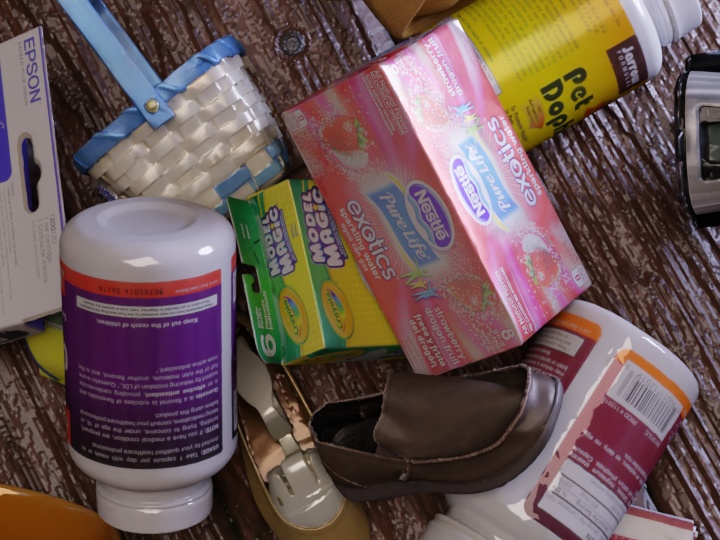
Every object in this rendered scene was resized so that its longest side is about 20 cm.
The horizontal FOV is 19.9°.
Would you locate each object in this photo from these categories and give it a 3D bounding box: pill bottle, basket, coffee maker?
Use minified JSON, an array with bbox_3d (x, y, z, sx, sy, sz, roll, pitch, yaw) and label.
[{"bbox_3d":[0.126,0.131,1.351,0.114,0.114,0.201,33,80,8],"label":"pill bottle"},{"bbox_3d":[-0.134,0.061,1.316,0.111,0.113,0.202,2,110,4],"label":"pill bottle"},{"bbox_3d":[-0.141,-0.117,1.397,0.139,0.176,0.201,-33,90,3],"label":"basket"},{"bbox_3d":[0.320,-0.084,1.384,0.198,0.192,0.136,-1,72,20],"label":"coffee maker"},{"bbox_3d":[0.132,-0.154,1.422,0.199,0.109,0.110,-30,79,-2],"label":"pill bottle"}]

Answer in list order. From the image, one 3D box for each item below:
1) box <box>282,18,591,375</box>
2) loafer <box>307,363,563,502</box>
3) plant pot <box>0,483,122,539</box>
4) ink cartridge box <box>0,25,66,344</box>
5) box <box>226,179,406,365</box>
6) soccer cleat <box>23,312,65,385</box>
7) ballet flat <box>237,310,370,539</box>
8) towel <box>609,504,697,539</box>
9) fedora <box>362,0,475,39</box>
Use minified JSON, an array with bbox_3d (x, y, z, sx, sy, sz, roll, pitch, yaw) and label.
[{"bbox_3d":[0.050,-0.046,1.332,0.094,0.102,0.201,-22,98,41],"label":"box"},{"bbox_3d":[0.041,0.101,1.311,0.199,0.071,0.073,-21,41,39],"label":"loafer"},{"bbox_3d":[-0.268,0.248,1.340,0.198,0.200,0.185,10,96,5],"label":"plant pot"},{"bbox_3d":[-0.272,-0.045,1.416,0.199,0.043,0.200,-15,76,31],"label":"ink cartridge box"},{"bbox_3d":[0.000,0.000,1.366,0.048,0.199,0.118,-23,75,43],"label":"box"},{"bbox_3d":[-0.180,0.065,1.433,0.084,0.065,0.200,-42,83,25],"label":"soccer cleat"},{"bbox_3d":[-0.056,0.119,1.405,0.068,0.063,0.201,-29,80,-2],"label":"ballet flat"},{"bbox_3d":[0.139,0.252,1.391,0.143,0.023,0.202,13,79,8],"label":"towel"},{"bbox_3d":[0.044,-0.215,1.391,0.200,0.201,0.082,-30,79,-3],"label":"fedora"}]
